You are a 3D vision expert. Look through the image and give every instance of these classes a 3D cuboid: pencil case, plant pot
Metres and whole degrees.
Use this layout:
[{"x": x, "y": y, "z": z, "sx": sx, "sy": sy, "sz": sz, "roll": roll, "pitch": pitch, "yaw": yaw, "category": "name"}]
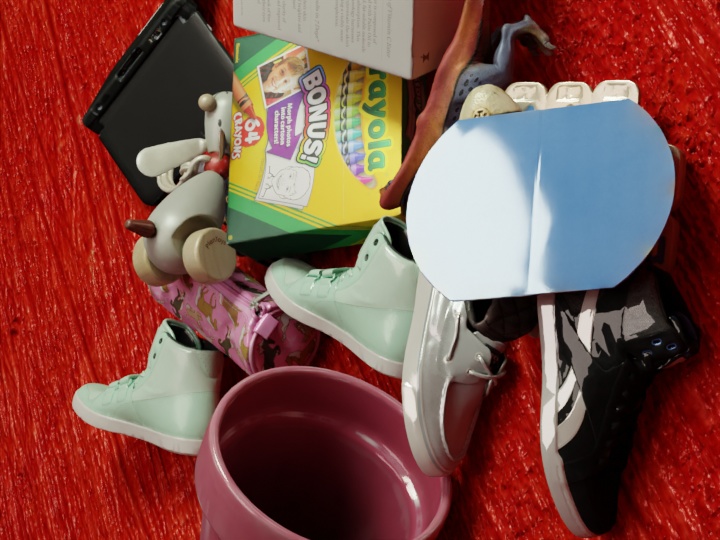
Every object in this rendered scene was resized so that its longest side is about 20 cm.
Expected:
[{"x": -0.120, "y": 0.032, "z": 1.730, "sx": 0.200, "sy": 0.083, "sz": 0.087, "roll": 33, "pitch": 115, "yaw": 47, "category": "pencil case"}, {"x": -0.049, "y": 0.208, "z": 1.519, "sx": 0.179, "sy": 0.199, "sz": 0.200, "roll": -66, "pitch": 34, "yaw": 38, "category": "plant pot"}]

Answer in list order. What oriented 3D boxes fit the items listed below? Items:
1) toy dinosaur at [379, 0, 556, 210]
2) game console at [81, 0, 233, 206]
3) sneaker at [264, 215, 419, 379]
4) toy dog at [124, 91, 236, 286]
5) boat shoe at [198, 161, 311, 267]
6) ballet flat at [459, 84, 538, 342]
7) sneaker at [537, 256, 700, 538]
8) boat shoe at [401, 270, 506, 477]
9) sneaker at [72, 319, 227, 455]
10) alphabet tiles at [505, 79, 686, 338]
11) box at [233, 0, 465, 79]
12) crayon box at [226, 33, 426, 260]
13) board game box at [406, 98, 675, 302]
[{"x": 0.067, "y": -0.136, "z": 1.520, "sx": 0.181, "sy": 0.200, "sz": 0.105, "roll": -38, "pitch": 23, "yaw": -3, "category": "toy dinosaur"}, {"x": -0.192, "y": -0.201, "z": 1.990, "sx": 0.200, "sy": 0.116, "sz": 0.176, "roll": -46, "pitch": 15, "yaw": 33, "category": "game console"}, {"x": 0.001, "y": 0.000, "z": 1.606, "sx": 0.200, "sy": 0.074, "sz": 0.119, "roll": 30, "pitch": 111, "yaw": 43, "category": "sneaker"}, {"x": -0.161, "y": -0.077, "z": 1.698, "sx": 0.132, "sy": 0.096, "sz": 0.201, "roll": -28, "pitch": 48, "yaw": 28, "category": "toy dog"}, {"x": -0.108, "y": -0.053, "z": 1.776, "sx": 0.200, "sy": 0.071, "sz": 0.091, "roll": 6, "pitch": 78, "yaw": 52, "category": "boat shoe"}, {"x": 0.103, "y": -0.046, "z": 1.418, "sx": 0.066, "sy": 0.057, "sz": 0.201, "roll": -14, "pitch": 74, "yaw": 31, "category": "ballet flat"}, {"x": 0.188, "y": 0.087, "z": 1.334, "sx": 0.112, "sy": 0.073, "sz": 0.201, "roll": -8, "pitch": 85, "yaw": 31, "category": "sneaker"}, {"x": 0.083, "y": 0.063, "z": 1.489, "sx": 0.068, "sy": 0.072, "sz": 0.201, "roll": -6, "pitch": 64, "yaw": 35, "category": "boat shoe"}, {"x": -0.199, "y": 0.103, "z": 1.824, "sx": 0.200, "sy": 0.074, "sz": 0.119, "roll": 10, "pitch": 93, "yaw": 44, "category": "sneaker"}, {"x": 0.151, "y": -0.046, "z": 1.428, "sx": 0.199, "sy": 0.015, "sz": 0.197, "roll": 2, "pitch": 83, "yaw": 36, "category": "alphabet tiles"}, {"x": 0.000, "y": -0.263, "z": 1.558, "sx": 0.200, "sy": 0.106, "sz": 0.153, "roll": 22, "pitch": 123, "yaw": 34, "category": "box"}, {"x": -0.029, "y": -0.121, "z": 1.659, "sx": 0.172, "sy": 0.058, "sz": 0.201, "roll": -10, "pitch": 69, "yaw": 27, "category": "crayon box"}, {"x": 0.133, "y": -0.042, "z": 1.371, "sx": 0.199, "sy": 0.039, "sz": 0.159, "roll": -6, "pitch": 58, "yaw": 20, "category": "board game box"}]
